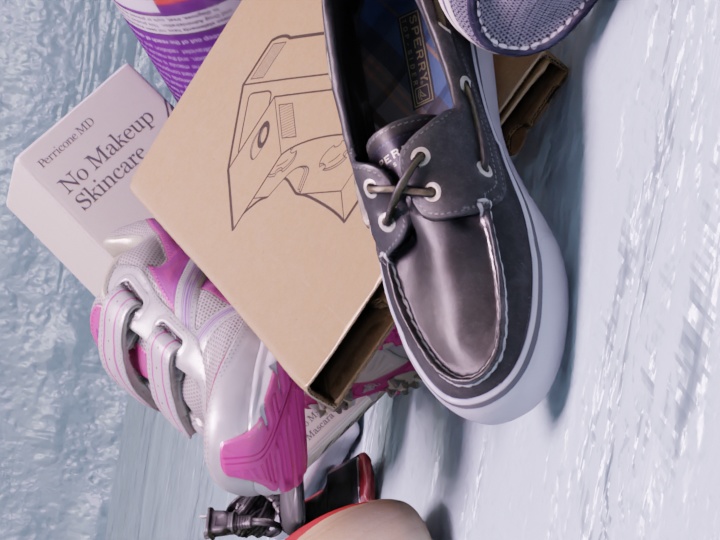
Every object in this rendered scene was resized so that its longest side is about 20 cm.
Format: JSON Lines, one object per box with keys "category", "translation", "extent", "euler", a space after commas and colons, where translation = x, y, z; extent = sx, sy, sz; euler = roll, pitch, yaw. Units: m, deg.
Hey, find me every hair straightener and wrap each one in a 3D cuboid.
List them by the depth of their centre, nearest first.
{"category": "hair straightener", "translation": [-0.047, 0.119, 1.401], "extent": [0.200, 0.077, 0.041], "euler": [153, 116, -78]}

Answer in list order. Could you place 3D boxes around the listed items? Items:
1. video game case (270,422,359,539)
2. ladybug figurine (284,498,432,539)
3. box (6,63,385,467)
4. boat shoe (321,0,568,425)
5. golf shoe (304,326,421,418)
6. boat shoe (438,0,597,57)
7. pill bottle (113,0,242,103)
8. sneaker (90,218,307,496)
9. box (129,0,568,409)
{"category": "video game case", "translation": [-0.055, 0.032, 1.509], "extent": [0.182, 0.023, 0.200], "euler": [117, 137, -65]}
{"category": "ladybug figurine", "translation": [-0.016, 0.171, 1.172], "extent": [0.200, 0.072, 0.136], "euler": [112, 164, -59]}
{"category": "box", "translation": [-0.074, 0.003, 1.293], "extent": [0.082, 0.200, 0.068], "euler": [-44, -4, -19]}
{"category": "boat shoe", "translation": [0.022, -0.038, 0.984], "extent": [0.069, 0.057, 0.200], "euler": [-28, 59, 27]}
{"category": "golf shoe", "translation": [0.000, 0.000, 1.161], "extent": [0.200, 0.075, 0.092], "euler": [124, 133, -69]}
{"category": "boat shoe", "translation": [0.066, -0.118, 0.896], "extent": [0.200, 0.075, 0.093], "euler": [98, 168, -53]}
{"category": "pill bottle", "translation": [-0.045, -0.115, 1.289], "extent": [0.112, 0.111, 0.200], "euler": [-90, -22, -44]}
{"category": "sneaker", "translation": [-0.071, 0.036, 1.160], "extent": [0.200, 0.088, 0.081], "euler": [-106, 12, -64]}
{"category": "box", "translation": [-0.012, -0.057, 1.100], "extent": [0.164, 0.021, 0.200], "euler": [-55, 37, 9]}
